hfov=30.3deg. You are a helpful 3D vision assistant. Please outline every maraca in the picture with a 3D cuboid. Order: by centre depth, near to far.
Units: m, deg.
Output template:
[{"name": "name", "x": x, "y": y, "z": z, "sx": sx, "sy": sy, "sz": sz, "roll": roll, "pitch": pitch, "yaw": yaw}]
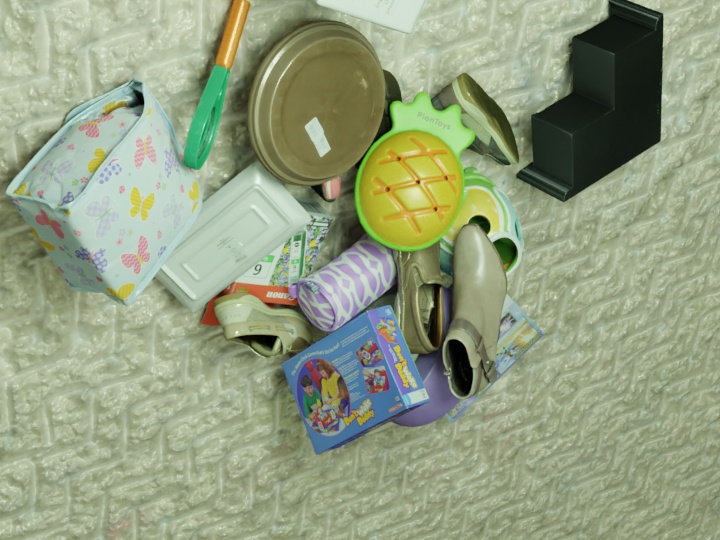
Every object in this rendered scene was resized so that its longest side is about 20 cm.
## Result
[{"name": "maraca", "x": 0.068, "y": -0.122, "z": 1.651, "sx": 0.137, "sy": 0.107, "sz": 0.201, "roll": 21, "pitch": 81, "yaw": -10}]

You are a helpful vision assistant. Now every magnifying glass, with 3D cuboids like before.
[{"name": "magnifying glass", "x": -0.164, "y": -0.213, "z": 1.519, "sx": 0.022, "sy": 0.080, "sz": 0.201, "roll": 19, "pitch": 94, "yaw": 4}]

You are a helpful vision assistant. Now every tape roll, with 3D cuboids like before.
[{"name": "tape roll", "x": 0.062, "y": 0.106, "z": 1.816, "sx": 0.085, "sy": 0.200, "sz": 0.200, "roll": 29, "pitch": 103, "yaw": -43}]

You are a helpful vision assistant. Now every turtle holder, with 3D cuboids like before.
[{"name": "turtle holder", "x": 0.153, "y": -0.065, "z": 1.799, "sx": 0.141, "sy": 0.132, "sz": 0.186, "roll": -19, "pitch": 130, "yaw": -20}]

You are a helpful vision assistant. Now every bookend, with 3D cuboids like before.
[{"name": "bookend", "x": 0.306, "y": -0.230, "z": 1.780, "sx": 0.200, "sy": 0.092, "sz": 0.199, "roll": -32, "pitch": 133, "yaw": -26}]

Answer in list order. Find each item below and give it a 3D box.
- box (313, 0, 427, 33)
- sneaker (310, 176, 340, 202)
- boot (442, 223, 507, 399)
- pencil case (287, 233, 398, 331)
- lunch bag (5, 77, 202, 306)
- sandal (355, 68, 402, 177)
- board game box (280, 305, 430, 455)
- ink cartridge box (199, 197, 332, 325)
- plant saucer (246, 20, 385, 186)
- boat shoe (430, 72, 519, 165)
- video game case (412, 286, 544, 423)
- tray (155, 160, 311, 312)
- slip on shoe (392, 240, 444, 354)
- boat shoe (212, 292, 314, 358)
[{"name": "box", "x": 0.000, "y": -0.390, "z": 1.417, "sx": 0.130, "sy": 0.199, "sz": 0.200, "roll": 10, "pitch": 115, "yaw": -38}, {"name": "sneaker", "x": -0.035, "y": -0.172, "z": 1.640, "sx": 0.087, "sy": 0.074, "sz": 0.201, "roll": -24, "pitch": 131, "yaw": -19}, {"name": "boot", "x": 0.139, "y": 0.059, "z": 1.694, "sx": 0.146, "sy": 0.070, "sz": 0.201, "roll": -49, "pitch": 130, "yaw": -57}, {"name": "pencil case", "x": 0.000, "y": 0.000, "z": 1.739, "sx": 0.200, "sy": 0.085, "sz": 0.084, "roll": -35, "pitch": 141, "yaw": -33}, {"name": "lunch bag", "x": -0.276, "y": -0.092, "z": 1.502, "sx": 0.200, "sy": 0.127, "sz": 0.170, "roll": -55, "pitch": 142, "yaw": -27}, {"name": "sandal", "x": 0.015, "y": -0.161, "z": 1.701, "sx": 0.082, "sy": 0.055, "sz": 0.201, "roll": -19, "pitch": 116, "yaw": -28}, {"name": "board game box", "x": -0.010, "y": 0.146, "z": 1.745, "sx": 0.045, "sy": 0.135, "sz": 0.200, "roll": -12, "pitch": 166, "yaw": -43}, {"name": "ink cartridge box", "x": -0.124, "y": 0.001, "z": 1.722, "sx": 0.109, "sy": 0.050, "sz": 0.201, "roll": 6, "pitch": 117, "yaw": -37}, {"name": "plant saucer", "x": -0.044, "y": -0.193, "z": 1.567, "sx": 0.200, "sy": 0.029, "sz": 0.201, "roll": -18, "pitch": 120, "yaw": -34}, {"name": "boat shoe", "x": 0.151, "y": -0.193, "z": 1.757, "sx": 0.066, "sy": 0.072, "sz": 0.201, "roll": -20, "pitch": 152, "yaw": 19}, {"name": "video game case", "x": 0.155, "y": 0.111, "z": 1.988, "sx": 0.200, "sy": 0.045, "sz": 0.181, "roll": -44, "pitch": 133, "yaw": 2}, {"name": "tray", "x": -0.167, "y": -0.036, "z": 1.638, "sx": 0.200, "sy": 0.022, "sz": 0.107, "roll": -37, "pitch": 116, "yaw": 12}, {"name": "slip on shoe", "x": 0.081, "y": 0.008, "z": 1.710, "sx": 0.076, "sy": 0.060, "sz": 0.201, "roll": 8, "pitch": 88, "yaw": -41}, {"name": "boat shoe", "x": -0.122, "y": 0.085, "z": 1.733, "sx": 0.072, "sy": 0.065, "sz": 0.200, "roll": -21, "pitch": 156, "yaw": 20}]
